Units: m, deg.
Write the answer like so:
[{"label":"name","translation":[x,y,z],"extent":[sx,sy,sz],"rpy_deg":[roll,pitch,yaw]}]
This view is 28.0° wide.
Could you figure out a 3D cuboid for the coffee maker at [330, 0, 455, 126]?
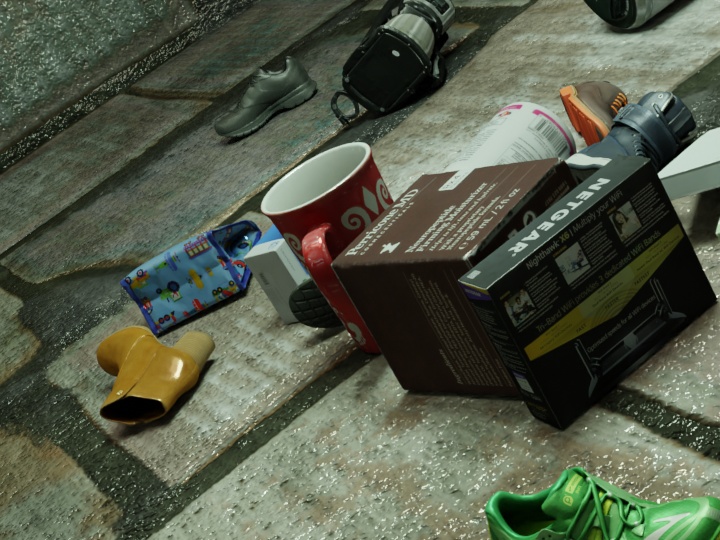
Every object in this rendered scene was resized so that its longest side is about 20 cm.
[{"label":"coffee maker","translation":[0.049,-0.353,2.316],"extent":[0.191,0.135,0.200],"rpy_deg":[-19,24,29]}]

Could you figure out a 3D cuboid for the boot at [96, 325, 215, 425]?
[{"label":"boot","translation":[-0.285,0.133,1.781],"extent":[0.200,0.071,0.144],"rpy_deg":[-8,28,35]}]

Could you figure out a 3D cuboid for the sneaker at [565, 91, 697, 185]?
[{"label":"sneaker","translation":[0.315,-0.128,1.565],"extent":[0.146,0.077,0.202],"rpy_deg":[-36,21,-5]}]

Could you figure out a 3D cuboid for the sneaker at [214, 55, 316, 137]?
[{"label":"sneaker","translation":[-0.181,-0.311,2.581],"extent":[0.199,0.091,0.076],"rpy_deg":[-33,24,-1]}]

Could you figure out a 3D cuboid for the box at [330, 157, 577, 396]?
[{"label":"box","translation":[0.116,0.008,1.408],"extent":[0.200,0.165,0.166],"rpy_deg":[-3,35,50]}]

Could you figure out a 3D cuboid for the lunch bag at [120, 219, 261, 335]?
[{"label":"lunch bag","translation":[-0.225,-0.012,2.017],"extent":[0.150,0.094,0.200],"rpy_deg":[-27,13,16]}]

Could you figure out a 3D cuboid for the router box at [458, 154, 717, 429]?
[{"label":"router box","translation":[0.205,0.017,1.286],"extent":[0.200,0.158,0.052],"rpy_deg":[-36,23,-16]}]

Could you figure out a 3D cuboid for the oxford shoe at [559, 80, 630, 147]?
[{"label":"oxford shoe","translation":[0.293,-0.196,1.752],"extent":[0.072,0.071,0.200],"rpy_deg":[-23,22,6]}]

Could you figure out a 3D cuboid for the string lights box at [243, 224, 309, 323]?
[{"label":"string lights box","translation":[-0.054,-0.037,1.807],"extent":[0.059,0.103,0.200],"rpy_deg":[-14,28,40]}]

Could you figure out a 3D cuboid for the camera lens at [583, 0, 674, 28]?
[{"label":"camera lens","translation":[0.404,-0.449,2.028],"extent":[0.200,0.160,0.160],"rpy_deg":[-36,22,-12]}]

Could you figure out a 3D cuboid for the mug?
[{"label":"mug","translation":[-0.014,-0.007,1.562],"extent":[0.133,0.200,0.178],"rpy_deg":[-7,32,44]}]

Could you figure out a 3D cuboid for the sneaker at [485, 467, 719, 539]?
[{"label":"sneaker","translation":[0.173,0.189,1.056],"extent":[0.199,0.084,0.074],"rpy_deg":[-13,27,36]}]

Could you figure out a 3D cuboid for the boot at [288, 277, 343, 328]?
[{"label":"boot","translation":[0.000,0.000,1.731],"extent":[0.199,0.068,0.131],"rpy_deg":[-26,16,-7]}]

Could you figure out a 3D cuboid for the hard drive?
[{"label":"hard drive","translation":[0.381,-0.122,1.464],"extent":[0.131,0.026,0.200],"rpy_deg":[-17,10,34]}]

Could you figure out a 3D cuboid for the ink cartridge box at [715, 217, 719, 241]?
[{"label":"ink cartridge box","translation":[0.430,-0.091,1.381],"extent":[0.145,0.048,0.200],"rpy_deg":[-16,28,34]}]

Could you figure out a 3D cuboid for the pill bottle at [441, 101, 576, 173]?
[{"label":"pill bottle","translation":[0.154,-0.095,1.652],"extent":[0.113,0.114,0.200],"rpy_deg":[-5,33,47]}]
